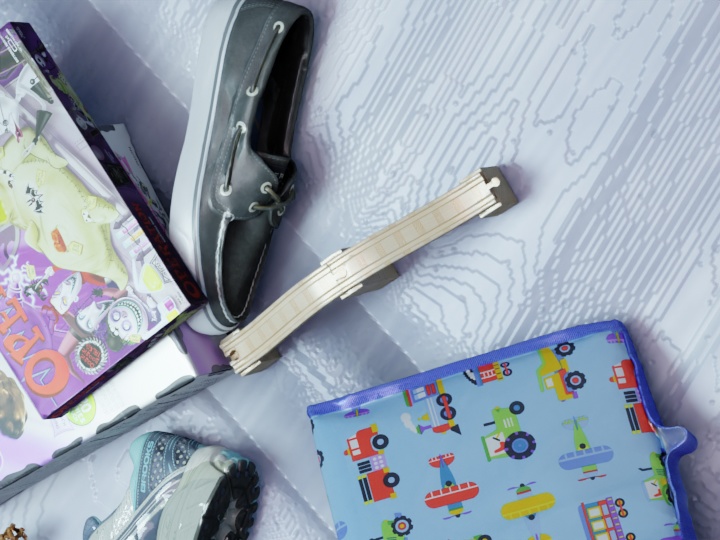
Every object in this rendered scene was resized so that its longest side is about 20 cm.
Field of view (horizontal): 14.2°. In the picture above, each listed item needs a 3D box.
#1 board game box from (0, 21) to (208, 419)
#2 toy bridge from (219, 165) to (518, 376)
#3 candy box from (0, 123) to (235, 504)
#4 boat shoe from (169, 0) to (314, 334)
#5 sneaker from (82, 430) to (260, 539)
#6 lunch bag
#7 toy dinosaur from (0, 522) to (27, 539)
[{"bbox_3d":[-0.187,-0.029,1.671,0.120,0.032,0.200,-39,78,24],"label":"board game box"},{"bbox_3d":[0.000,0.000,1.656,0.200,0.067,0.027,-34,82,21],"label":"toy bridge"},{"bbox_3d":[-0.197,0.031,1.731,0.200,0.072,0.168,-30,82,21],"label":"candy box"},{"bbox_3d":[-0.066,-0.061,1.669,0.057,0.069,0.200,6,91,31],"label":"boat shoe"},{"bbox_3d":[-0.130,0.189,1.728,0.086,0.078,0.200,26,96,30],"label":"sneaker"},{"bbox_3d":[0.090,0.121,1.606,0.200,0.094,0.151,-21,63,13],"label":"lunch bag"},{"bbox_3d":[-0.245,0.255,1.763,0.136,0.102,0.200,29,127,34],"label":"toy dinosaur"}]
